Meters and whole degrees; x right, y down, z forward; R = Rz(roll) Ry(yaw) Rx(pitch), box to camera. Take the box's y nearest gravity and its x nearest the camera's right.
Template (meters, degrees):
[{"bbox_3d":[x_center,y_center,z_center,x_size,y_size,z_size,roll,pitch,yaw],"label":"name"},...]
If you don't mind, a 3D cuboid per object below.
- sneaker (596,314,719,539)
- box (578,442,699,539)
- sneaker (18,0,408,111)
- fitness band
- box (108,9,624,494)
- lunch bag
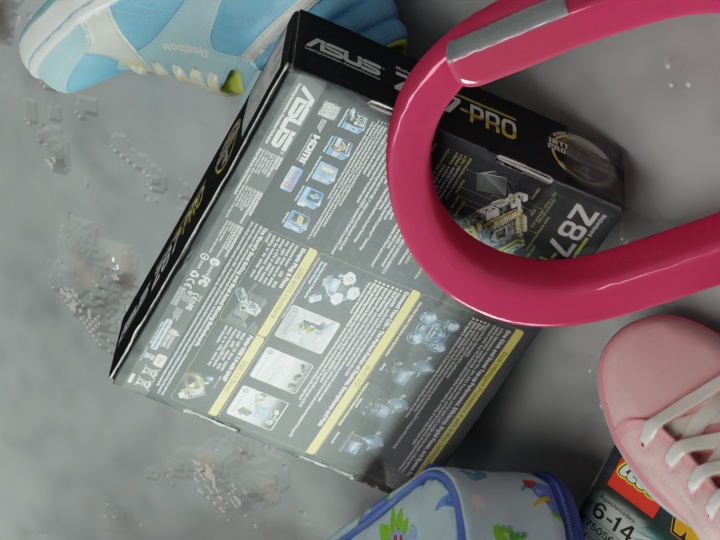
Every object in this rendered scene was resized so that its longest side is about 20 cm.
[{"bbox_3d":[0.166,0.088,0.963,0.201,0.075,0.105,57,174,21],"label":"sneaker"},{"bbox_3d":[0.177,0.167,1.054,0.199,0.040,0.138,35,124,17],"label":"box"},{"bbox_3d":[-0.064,-0.093,1.079,0.199,0.079,0.131,-26,93,39],"label":"sneaker"},{"bbox_3d":[0.106,-0.052,0.955,0.199,0.038,0.144,-18,122,13],"label":"fitness band"},{"bbox_3d":[0.000,0.000,1.049,0.160,0.049,0.201,23,127,-12],"label":"box"},{"bbox_3d":[0.032,0.182,1.080,0.200,0.082,0.162,-43,49,51],"label":"lunch bag"}]
